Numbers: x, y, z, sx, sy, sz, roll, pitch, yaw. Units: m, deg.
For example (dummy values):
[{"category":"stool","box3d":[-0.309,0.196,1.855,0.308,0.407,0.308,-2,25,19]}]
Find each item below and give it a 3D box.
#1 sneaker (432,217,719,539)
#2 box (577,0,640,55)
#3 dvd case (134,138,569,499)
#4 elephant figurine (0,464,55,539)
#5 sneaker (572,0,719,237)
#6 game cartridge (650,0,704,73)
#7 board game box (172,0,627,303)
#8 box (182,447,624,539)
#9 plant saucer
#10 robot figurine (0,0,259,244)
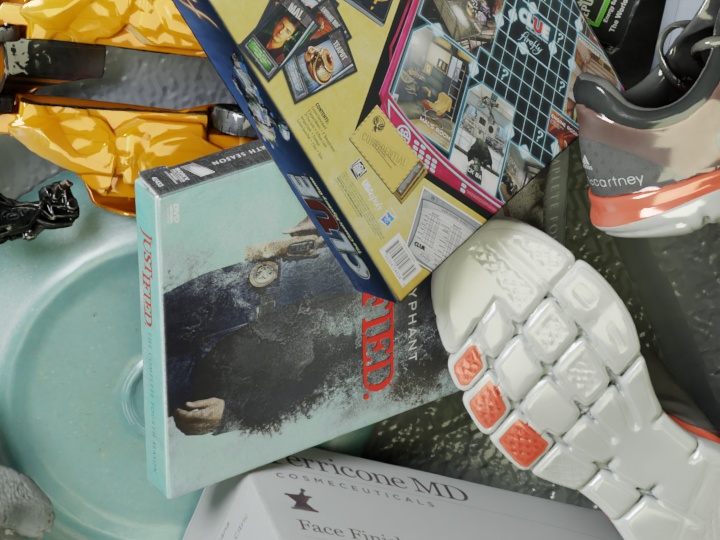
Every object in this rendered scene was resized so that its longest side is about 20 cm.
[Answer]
[{"category":"sneaker","box3d":[0.093,0.051,1.231,0.077,0.082,0.200,-37,114,6]},{"category":"box","box3d":[0.050,-0.207,1.158,0.192,0.048,0.201,17,107,-20]},{"category":"dvd case","box3d":[0.000,0.000,1.192,0.199,0.022,0.147,-19,127,-29]},{"category":"elephant figurine","box3d":[-0.260,0.075,1.187,0.200,0.156,0.141,-31,157,14]},{"category":"sneaker","box3d":[0.174,-0.083,1.151,0.199,0.077,0.082,-25,106,-13]},{"category":"game cartridge","box3d":[0.224,-0.108,1.215,0.199,0.042,0.134,-1,118,-17]},{"category":"board game box","box3d":[0.005,-0.107,1.119,0.135,0.035,0.200,-41,117,-19]},{"category":"box","box3d":[0.009,0.200,1.247,0.198,0.131,0.201,13,113,-25]},{"category":"plant saucer","box3d":[-0.083,0.048,1.242,0.199,0.036,0.201,-3,112,-8]},{"category":"robot figurine","box3d":[-0.104,-0.080,1.170,0.199,0.058,0.146,5,102,-12]}]
